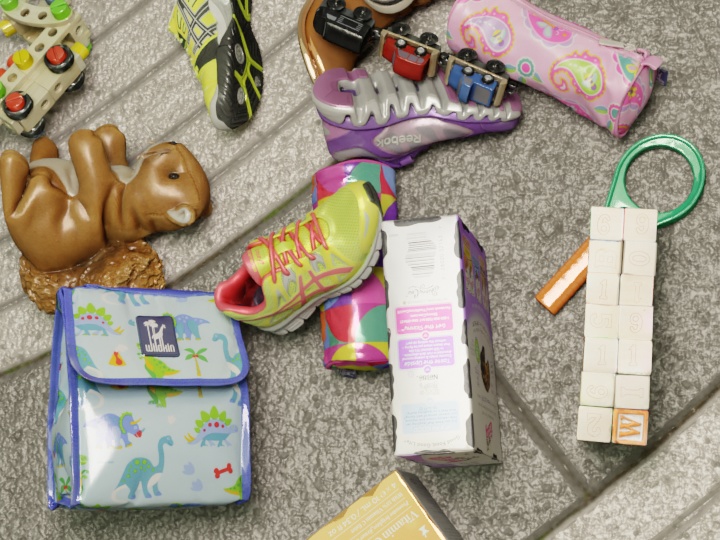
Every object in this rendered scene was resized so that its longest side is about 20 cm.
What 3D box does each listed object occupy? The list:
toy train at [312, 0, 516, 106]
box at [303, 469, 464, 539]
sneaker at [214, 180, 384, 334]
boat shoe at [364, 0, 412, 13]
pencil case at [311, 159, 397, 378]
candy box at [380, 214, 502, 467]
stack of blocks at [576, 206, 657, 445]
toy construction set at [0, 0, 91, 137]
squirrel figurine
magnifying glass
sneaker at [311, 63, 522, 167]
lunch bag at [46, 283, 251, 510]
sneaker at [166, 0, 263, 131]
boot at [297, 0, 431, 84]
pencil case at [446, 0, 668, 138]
[{"bbox_3d":[0.047,-0.198,1.406,0.199,0.034,0.046,23,51,9],"label":"toy train"},{"bbox_3d":[0.050,0.292,1.347,0.124,0.097,0.200,-38,74,4],"label":"box"},{"bbox_3d":[-0.056,-0.009,1.358,0.200,0.090,0.078,-46,51,34],"label":"sneaker"},{"bbox_3d":[-0.023,-0.321,1.437,0.073,0.063,0.200,-42,66,-5],"label":"boat shoe"},{"bbox_3d":[0.000,0.000,1.425,0.088,0.088,0.201,-6,80,12],"label":"pencil case"},{"bbox_3d":[0.073,0.068,1.347,0.071,0.168,0.201,-6,78,12],"label":"candy box"},{"bbox_3d":[0.222,0.048,1.331,0.058,0.115,0.201,4,85,9],"label":"stack of blocks"},{"bbox_3d":[-0.344,-0.200,1.534,0.131,0.092,0.201,31,88,24],"label":"toy construction set"},{"bbox_3d":[-0.235,-0.041,1.478,0.185,0.142,0.201,-2,93,3],"label":"squirrel figurine"},{"bbox_3d":[0.236,-0.041,1.408,0.080,0.022,0.200,43,89,17],"label":"magnifying glass"},{"bbox_3d":[0.051,-0.140,1.442,0.199,0.089,0.081,-2,40,-8],"label":"sneaker"},{"bbox_3d":[-0.192,0.115,1.393,0.169,0.127,0.201,3,78,-24],"label":"lunch bag"},{"bbox_3d":[-0.146,-0.225,1.512,0.076,0.075,0.201,-13,66,18],"label":"sneaker"},{"bbox_3d":[0.017,-0.250,1.479,0.154,0.077,0.201,-11,70,7],"label":"boot"},{"bbox_3d":[0.178,-0.200,1.415,0.199,0.087,0.088,29,87,20],"label":"pencil case"}]
